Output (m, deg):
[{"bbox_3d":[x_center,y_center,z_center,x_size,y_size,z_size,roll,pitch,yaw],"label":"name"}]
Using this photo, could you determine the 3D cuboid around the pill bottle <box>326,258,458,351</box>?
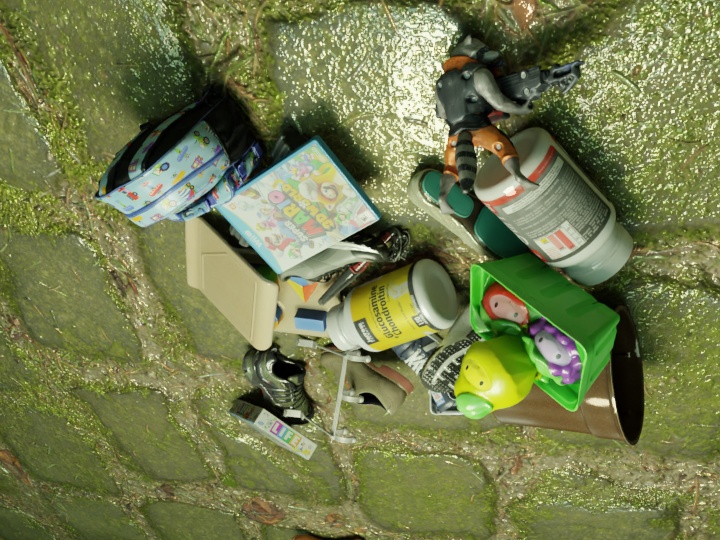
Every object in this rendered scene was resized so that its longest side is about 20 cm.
[{"bbox_3d":[0.045,0.064,1.049,0.200,0.112,0.112,-24,120,34],"label":"pill bottle"}]

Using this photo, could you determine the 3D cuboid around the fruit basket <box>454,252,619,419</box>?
[{"bbox_3d":[0.202,0.099,0.867,0.215,0.216,0.156,5,135,14],"label":"fruit basket"}]

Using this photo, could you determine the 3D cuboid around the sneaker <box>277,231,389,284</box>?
[{"bbox_3d":[-0.046,-0.018,1.017,0.200,0.074,0.079,-1,100,27],"label":"sneaker"}]

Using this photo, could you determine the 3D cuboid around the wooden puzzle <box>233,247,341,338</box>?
[{"bbox_3d":[-0.125,0.050,1.139,0.185,0.046,0.200,5,133,14],"label":"wooden puzzle"}]

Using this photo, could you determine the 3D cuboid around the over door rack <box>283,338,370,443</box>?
[{"bbox_3d":[-0.053,0.204,1.152,0.067,0.148,0.200,12,176,-33],"label":"over door rack"}]

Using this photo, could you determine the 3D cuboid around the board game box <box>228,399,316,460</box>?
[{"bbox_3d":[-0.183,0.321,1.349,0.134,0.034,0.200,39,161,-17],"label":"board game box"}]

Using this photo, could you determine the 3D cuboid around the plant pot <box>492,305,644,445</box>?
[{"bbox_3d":[0.306,0.159,1.006,0.198,0.200,0.200,-7,129,33],"label":"plant pot"}]

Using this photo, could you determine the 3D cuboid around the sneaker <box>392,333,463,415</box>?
[{"bbox_3d":[0.114,0.170,1.125,0.200,0.109,0.070,32,132,-12],"label":"sneaker"}]

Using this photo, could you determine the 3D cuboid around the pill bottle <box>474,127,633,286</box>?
[{"bbox_3d":[0.251,-0.076,0.850,0.200,0.116,0.116,41,131,-19],"label":"pill bottle"}]

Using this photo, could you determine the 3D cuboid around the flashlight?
[{"bbox_3d":[-0.132,-0.120,0.979,0.068,0.068,0.200,29,129,-6],"label":"flashlight"}]

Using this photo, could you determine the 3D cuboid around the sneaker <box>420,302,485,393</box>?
[{"bbox_3d":[0.167,0.105,1.014,0.200,0.080,0.074,-45,106,0],"label":"sneaker"}]

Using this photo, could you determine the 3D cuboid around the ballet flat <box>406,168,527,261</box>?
[{"bbox_3d":[0.150,-0.074,0.937,0.200,0.067,0.062,38,159,-12],"label":"ballet flat"}]

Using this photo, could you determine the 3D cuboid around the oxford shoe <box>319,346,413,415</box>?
[{"bbox_3d":[-0.006,0.193,1.177,0.200,0.075,0.070,16,150,38],"label":"oxford shoe"}]

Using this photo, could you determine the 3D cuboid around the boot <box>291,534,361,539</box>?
[{"bbox_3d":[-0.068,0.728,1.716,0.200,0.077,0.155,38,133,-20],"label":"boot"}]

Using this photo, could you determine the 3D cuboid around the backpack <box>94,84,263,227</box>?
[{"bbox_3d":[-0.250,-0.135,0.903,0.182,0.200,0.135,-18,120,30],"label":"backpack"}]

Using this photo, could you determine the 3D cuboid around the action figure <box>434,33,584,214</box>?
[{"bbox_3d":[0.148,-0.180,0.753,0.105,0.194,0.200,1,167,-44],"label":"action figure"}]

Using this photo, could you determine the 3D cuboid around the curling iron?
[{"bbox_3d":[0.000,0.000,1.039,0.200,0.050,0.026,-35,146,29],"label":"curling iron"}]

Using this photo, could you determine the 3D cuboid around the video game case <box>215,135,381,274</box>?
[{"bbox_3d":[-0.091,-0.086,0.937,0.200,0.018,0.143,-26,116,31],"label":"video game case"}]

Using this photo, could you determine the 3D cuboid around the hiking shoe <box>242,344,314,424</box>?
[{"bbox_3d":[-0.141,0.228,1.286,0.101,0.076,0.200,-18,123,35],"label":"hiking shoe"}]

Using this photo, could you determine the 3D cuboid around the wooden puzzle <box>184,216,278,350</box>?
[{"bbox_3d":[-0.215,0.020,1.109,0.200,0.037,0.185,38,142,19],"label":"wooden puzzle"}]
